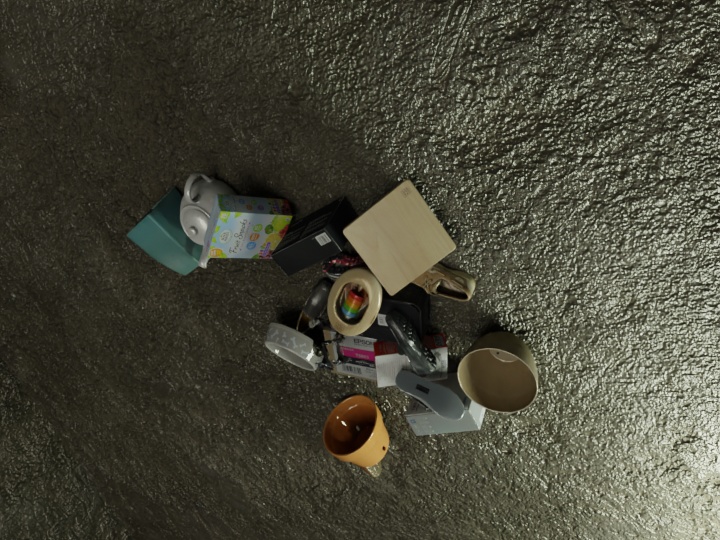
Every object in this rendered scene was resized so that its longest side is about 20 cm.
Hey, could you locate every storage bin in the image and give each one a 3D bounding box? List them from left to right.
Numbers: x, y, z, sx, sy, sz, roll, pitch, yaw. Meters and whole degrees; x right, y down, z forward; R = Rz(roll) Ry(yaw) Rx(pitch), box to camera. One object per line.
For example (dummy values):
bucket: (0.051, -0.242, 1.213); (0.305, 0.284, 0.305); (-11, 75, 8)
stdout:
storage bin: (0.081, 0.106, 1.567); (0.194, 0.094, 0.138); (7, 126, 21)

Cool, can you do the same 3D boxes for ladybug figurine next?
ladybug figurine: (-0.011, 0.075, 1.487); (0.134, 0.072, 0.203); (35, 120, 9)

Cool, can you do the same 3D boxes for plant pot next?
plant pot: (-0.535, -0.099, 1.717); (0.139, 0.143, 0.201); (-26, 115, 37)
plant pot: (0.001, 0.511, 1.837); (0.196, 0.204, 0.141); (-13, 134, 33)
plant pot: (0.353, 0.233, 1.488); (0.195, 0.135, 0.205); (13, 127, 17)

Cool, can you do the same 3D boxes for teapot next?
teapot: (-0.421, -0.145, 1.614); (0.196, 0.147, 0.201); (-32, 104, 38)

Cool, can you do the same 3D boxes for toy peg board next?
toy peg board: (0.092, -0.089, 1.428); (0.197, 0.098, 0.201); (-36, 104, 13)

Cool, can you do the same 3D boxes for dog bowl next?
dog bowl: (-0.198, 0.230, 1.758); (0.195, 0.060, 0.201); (23, 158, 9)

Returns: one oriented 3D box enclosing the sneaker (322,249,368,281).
sneaker: (0.000, 0.000, 1.555); (0.194, 0.083, 0.075); (9, 155, 22)

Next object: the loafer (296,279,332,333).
loafer: (-0.131, 0.112, 1.691); (0.072, 0.073, 0.202); (30, 130, 5)

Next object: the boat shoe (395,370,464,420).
boat shoe: (0.180, 0.327, 1.537); (0.195, 0.075, 0.068); (21, 166, 19)

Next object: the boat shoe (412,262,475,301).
boat shoe: (0.186, 0.023, 1.474); (0.195, 0.065, 0.073); (14, 128, 18)

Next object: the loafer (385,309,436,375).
loafer: (0.117, 0.188, 1.499); (0.069, 0.069, 0.202); (-26, 111, 29)

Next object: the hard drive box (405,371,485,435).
hard drive box: (0.240, 0.360, 1.619); (0.196, 0.157, 0.078); (-16, 115, 35)

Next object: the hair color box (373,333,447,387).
hair color box: (0.136, 0.243, 1.602); (0.193, 0.065, 0.114); (-6, 122, 0)

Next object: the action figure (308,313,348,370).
action figure: (-0.071, 0.157, 1.604); (0.116, 0.206, 0.102); (-13, 149, 28)

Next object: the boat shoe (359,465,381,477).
boat shoe: (-0.006, 0.603, 1.973); (0.201, 0.072, 0.067); (52, 135, -5)

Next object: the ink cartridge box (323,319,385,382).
ink cartridge box: (0.001, 0.226, 1.703); (0.194, 0.076, 0.169); (7, 126, 23)

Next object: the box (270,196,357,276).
box: (-0.114, -0.085, 1.501); (0.197, 0.143, 0.079); (-23, 119, 37)

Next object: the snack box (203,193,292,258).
snack box: (-0.296, -0.110, 1.551); (0.195, 0.069, 0.170); (1, 138, -29)
